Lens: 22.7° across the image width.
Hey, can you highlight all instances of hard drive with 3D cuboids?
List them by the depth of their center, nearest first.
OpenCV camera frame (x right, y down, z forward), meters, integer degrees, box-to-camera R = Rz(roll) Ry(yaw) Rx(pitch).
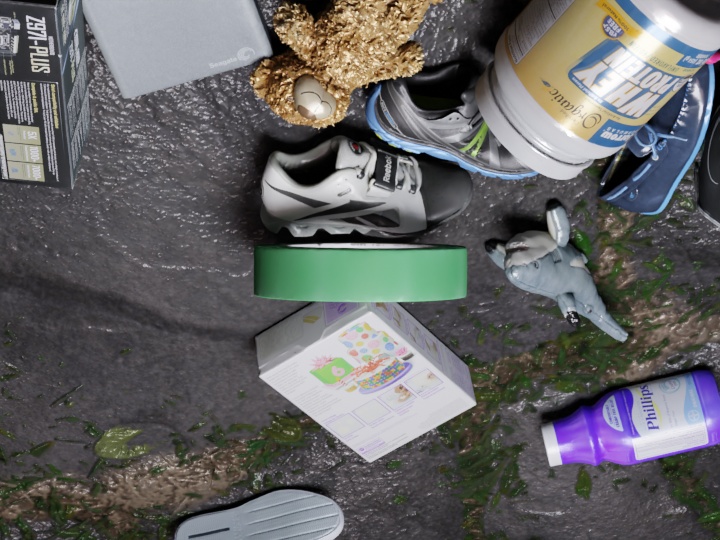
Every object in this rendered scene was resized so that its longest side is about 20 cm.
[{"bbox_3d":[-0.165,-0.239,1.483,0.138,0.033,0.201,-15,137,5],"label":"hard drive"}]

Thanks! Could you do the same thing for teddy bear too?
[{"bbox_3d":[-0.006,-0.195,1.512,0.199,0.067,0.145,-35,146,11],"label":"teddy bear"}]

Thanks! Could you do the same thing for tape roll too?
[{"bbox_3d":[0.000,0.000,1.662,0.198,0.049,0.200,0,-178,0],"label":"tape roll"}]

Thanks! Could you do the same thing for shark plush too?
[{"bbox_3d":[0.196,0.024,1.788,0.090,0.084,0.200,-24,135,15],"label":"shark plush"}]

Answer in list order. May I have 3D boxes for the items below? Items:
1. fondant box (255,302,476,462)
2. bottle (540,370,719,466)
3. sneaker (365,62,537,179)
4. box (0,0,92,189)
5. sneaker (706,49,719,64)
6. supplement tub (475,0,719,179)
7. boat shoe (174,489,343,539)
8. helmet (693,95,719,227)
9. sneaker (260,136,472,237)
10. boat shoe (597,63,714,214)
[{"bbox_3d":[0.007,0.105,1.861,0.143,0.059,0.200,-30,134,21],"label":"fondant box"},{"bbox_3d":[0.298,0.168,1.961,0.198,0.084,0.066,-13,138,5],"label":"bottle"},{"bbox_3d":[0.104,-0.138,1.609,0.197,0.071,0.083,12,140,-17],"label":"sneaker"},{"bbox_3d":[-0.311,-0.173,1.465,0.162,0.087,0.201,6,138,2],"label":"box"},{"bbox_3d":[0.375,-0.223,1.565,0.198,0.075,0.081,-12,137,3],"label":"sneaker"},{"bbox_3d":[0.204,-0.188,1.519,0.144,0.146,0.200,21,129,-29],"label":"supplement tub"},{"bbox_3d":[-0.111,0.297,2.048,0.197,0.074,0.067,-7,153,12],"label":"boat shoe"},{"bbox_3d":[0.409,-0.109,1.606,0.198,0.200,0.192,16,106,-25],"label":"helmet"},{"bbox_3d":[0.007,-0.082,1.640,0.197,0.075,0.089,-6,140,-5],"label":"sneaker"},{"bbox_3d":[0.270,-0.121,1.651,0.068,0.085,0.201,5,134,-10],"label":"boat shoe"}]
